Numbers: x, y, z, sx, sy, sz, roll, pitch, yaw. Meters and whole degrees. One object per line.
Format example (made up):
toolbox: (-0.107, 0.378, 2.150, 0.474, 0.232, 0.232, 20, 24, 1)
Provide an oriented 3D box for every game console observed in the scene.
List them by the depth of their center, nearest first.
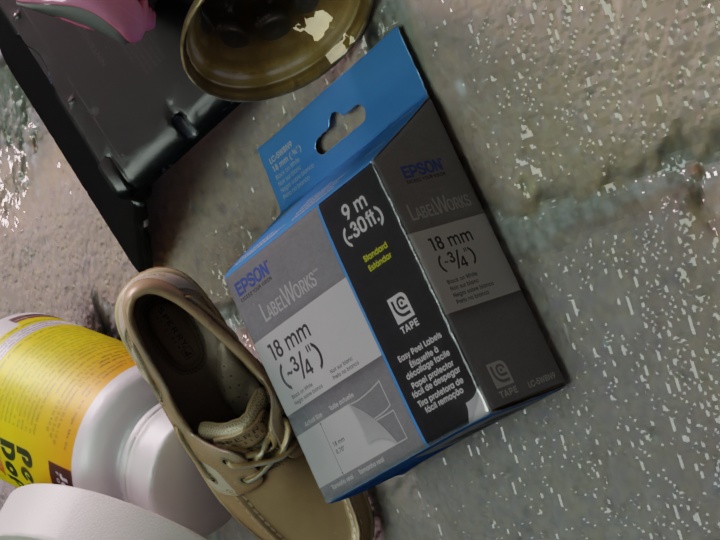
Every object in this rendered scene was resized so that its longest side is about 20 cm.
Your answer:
game console: (-0.143, -0.129, 1.029, 0.176, 0.116, 0.200, -41, 69, 14)

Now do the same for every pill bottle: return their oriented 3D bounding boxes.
pill bottle: (-0.157, 0.097, 1.046, 0.200, 0.109, 0.110, 15, 113, 45)

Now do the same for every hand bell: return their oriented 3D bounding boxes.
hand bell: (-0.079, -0.196, 0.907, 0.200, 0.104, 0.104, 62, 139, 32)

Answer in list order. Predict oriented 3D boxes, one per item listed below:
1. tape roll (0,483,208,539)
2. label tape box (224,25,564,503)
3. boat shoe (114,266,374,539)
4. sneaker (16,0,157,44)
tape roll: (-0.127, 0.192, 1.007, 0.202, 0.037, 0.203, 19, 151, 11)
label tape box: (0.000, 0.000, 0.877, 0.144, 0.063, 0.201, -36, 76, 46)
boat shoe: (-0.065, 0.087, 0.927, 0.200, 0.071, 0.065, 50, 179, -7)
sneaker: (-0.129, -0.172, 0.872, 0.200, 0.079, 0.096, -133, 58, -73)
